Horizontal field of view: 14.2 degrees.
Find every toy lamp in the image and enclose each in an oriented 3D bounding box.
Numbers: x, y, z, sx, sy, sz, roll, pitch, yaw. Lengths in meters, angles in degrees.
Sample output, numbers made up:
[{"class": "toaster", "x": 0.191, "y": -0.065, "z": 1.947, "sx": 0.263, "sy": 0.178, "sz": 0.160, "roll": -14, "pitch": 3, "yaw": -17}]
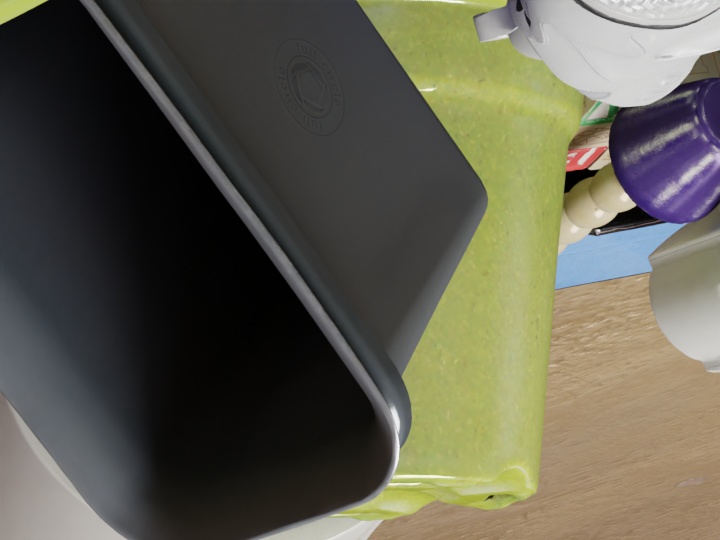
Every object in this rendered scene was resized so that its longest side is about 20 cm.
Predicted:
[{"class": "toy lamp", "x": 0.096, "y": -0.026, "z": 1.209, "sx": 0.058, "sy": 0.058, "sz": 0.200, "roll": -3, "pitch": 163, "yaw": -33}]

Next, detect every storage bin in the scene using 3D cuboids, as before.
[{"class": "storage bin", "x": -0.058, "y": -0.032, "z": 0.901, "sx": 0.145, "sy": 0.200, "sz": 0.134, "roll": -23, "pitch": -160, "yaw": 38}]

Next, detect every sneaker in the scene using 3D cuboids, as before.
[{"class": "sneaker", "x": 0.135, "y": -0.113, "z": 0.987, "sx": 0.200, "sy": 0.075, "sz": 0.115, "roll": -12, "pitch": 169, "yaw": -23}]

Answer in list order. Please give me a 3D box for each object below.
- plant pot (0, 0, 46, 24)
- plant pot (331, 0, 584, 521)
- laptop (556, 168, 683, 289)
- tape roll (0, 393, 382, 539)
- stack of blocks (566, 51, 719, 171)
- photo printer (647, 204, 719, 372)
[{"class": "plant pot", "x": -0.130, "y": -0.158, "z": 0.582, "sx": 0.200, "sy": 0.182, "sz": 0.199, "roll": -22, "pitch": 161, "yaw": 26}, {"class": "plant pot", "x": 0.000, "y": 0.000, "z": 1.123, "sx": 0.200, "sy": 0.185, "sz": 0.200, "roll": -2, "pitch": 170, "yaw": 0}, {"class": "laptop", "x": 0.163, "y": -0.017, "z": 1.381, "sx": 0.187, "sy": 0.116, "sz": 0.200, "roll": -11, "pitch": -158, "yaw": -14}, {"class": "tape roll", "x": -0.071, "y": 0.045, "z": 1.253, "sx": 0.202, "sy": 0.203, "sz": 0.139, "roll": -9, "pitch": 161, "yaw": -19}, {"class": "stack of blocks", "x": 0.173, "y": -0.098, "z": 1.237, "sx": 0.200, "sy": 0.059, "sz": 0.115, "roll": -8, "pitch": 161, "yaw": -20}, {"class": "photo printer", "x": 0.220, "y": -0.026, "z": 1.164, "sx": 0.166, "sy": 0.070, "sz": 0.200, "roll": -29, "pitch": 180, "yaw": -17}]
